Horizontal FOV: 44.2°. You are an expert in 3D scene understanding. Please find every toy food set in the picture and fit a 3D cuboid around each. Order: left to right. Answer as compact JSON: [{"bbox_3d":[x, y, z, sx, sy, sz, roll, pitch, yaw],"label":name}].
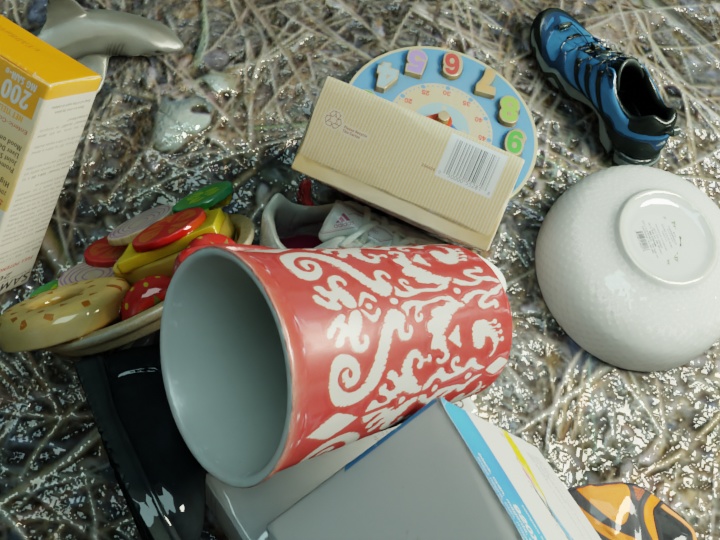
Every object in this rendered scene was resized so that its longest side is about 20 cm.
[{"bbox_3d":[-0.176,0.000,0.695,0.199,0.198,0.049,-22,111,7],"label":"toy food set"}]

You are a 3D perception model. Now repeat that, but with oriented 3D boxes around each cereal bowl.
[{"bbox_3d":[0.267,-0.014,0.820,0.198,0.083,0.202,4,67,-9],"label":"cereal bowl"}]

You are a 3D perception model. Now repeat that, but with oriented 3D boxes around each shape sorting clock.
[{"bbox_3d":[0.078,-0.141,0.866,0.198,0.039,0.201,4,66,-8],"label":"shape sorting clock"}]

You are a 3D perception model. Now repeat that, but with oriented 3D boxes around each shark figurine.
[{"bbox_3d":[-0.283,-0.202,0.807,0.128,0.090,0.214,42,65,11],"label":"shark figurine"}]

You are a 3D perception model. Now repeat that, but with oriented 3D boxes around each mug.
[{"bbox_3d":[-0.015,0.026,0.568,0.199,0.134,0.178,-7,61,-41],"label":"mug"}]

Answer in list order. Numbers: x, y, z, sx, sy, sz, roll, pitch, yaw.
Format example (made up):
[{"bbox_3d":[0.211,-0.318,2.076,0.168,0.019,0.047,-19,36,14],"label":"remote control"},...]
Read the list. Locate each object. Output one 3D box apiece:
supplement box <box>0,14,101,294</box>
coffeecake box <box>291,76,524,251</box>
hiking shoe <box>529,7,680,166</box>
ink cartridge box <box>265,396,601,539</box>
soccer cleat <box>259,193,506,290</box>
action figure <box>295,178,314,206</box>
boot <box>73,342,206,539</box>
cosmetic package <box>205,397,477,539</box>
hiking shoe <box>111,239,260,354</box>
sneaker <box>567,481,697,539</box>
[{"bbox_3d":[-0.302,-0.091,0.694,0.126,0.201,0.074,30,23,5],"label":"supplement box"},{"bbox_3d":[0.040,-0.077,0.715,0.153,0.200,0.074,23,93,4],"label":"coffeecake box"},{"bbox_3d":[0.250,-0.200,0.895,0.074,0.087,0.201,-29,74,-20],"label":"hiking shoe"},{"bbox_3d":[0.070,0.201,0.589,0.147,0.200,0.145,-40,57,12],"label":"ink cartridge box"},{"bbox_3d":[0.013,-0.010,0.681,0.198,0.087,0.070,10,53,13],"label":"soccer cleat"},{"bbox_3d":[0.000,0.000,0.762,0.065,0.099,0.200,-38,80,-19],"label":"action figure"},{"bbox_3d":[-0.094,0.091,0.609,0.167,0.077,0.200,-22,35,-18],"label":"boot"},{"bbox_3d":[-0.018,0.145,0.685,0.199,0.113,0.081,-29,73,-22],"label":"cosmetic package"},{"bbox_3d":[-0.113,0.055,0.727,0.200,0.076,0.101,-38,74,-23],"label":"hiking shoe"},{"bbox_3d":[0.169,0.247,0.702,0.199,0.078,0.112,-33,61,-16],"label":"sneaker"}]
